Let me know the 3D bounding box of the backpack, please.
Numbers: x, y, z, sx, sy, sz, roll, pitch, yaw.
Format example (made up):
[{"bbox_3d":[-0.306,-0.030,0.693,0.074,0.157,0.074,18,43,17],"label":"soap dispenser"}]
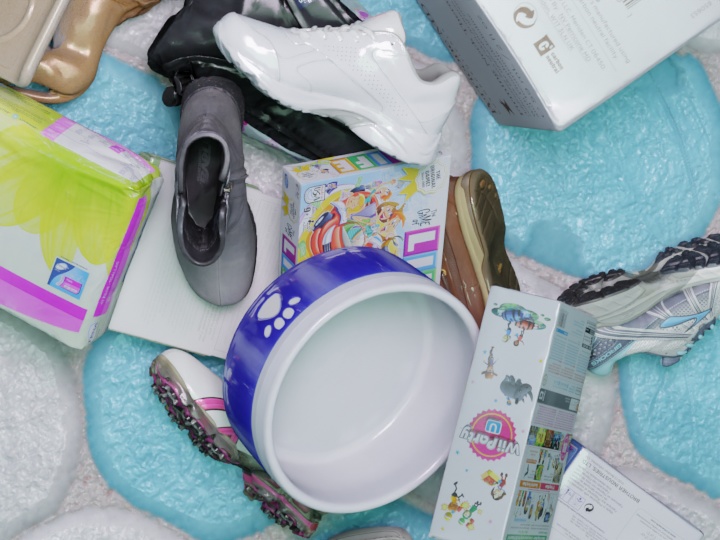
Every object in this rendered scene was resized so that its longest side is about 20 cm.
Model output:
[{"bbox_3d":[-0.050,-0.171,1.630,0.200,0.127,0.167,35,103,-13],"label":"backpack"}]

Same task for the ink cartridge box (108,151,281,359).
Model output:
[{"bbox_3d":[-0.106,0.000,1.679,0.199,0.048,0.146,17,93,-21],"label":"ink cartridge box"}]

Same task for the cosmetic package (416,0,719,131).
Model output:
[{"bbox_3d":[0.155,-0.224,1.618,0.166,0.200,0.168,-35,99,-4],"label":"cosmetic package"}]

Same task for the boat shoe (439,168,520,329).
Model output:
[{"bbox_3d":[0.091,0.014,1.706,0.067,0.072,0.201,-5,107,25],"label":"boat shoe"}]

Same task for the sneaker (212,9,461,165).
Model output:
[{"bbox_3d":[-0.014,-0.160,1.538,0.200,0.078,0.100,23,102,-22],"label":"sneaker"}]

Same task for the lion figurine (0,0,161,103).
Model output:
[{"bbox_3d":[-0.222,-0.200,1.634,0.122,0.072,0.200,29,100,-12],"label":"lion figurine"}]

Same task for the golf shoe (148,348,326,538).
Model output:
[{"bbox_3d":[-0.089,0.126,1.686,0.200,0.073,0.092,46,73,-18],"label":"golf shoe"}]

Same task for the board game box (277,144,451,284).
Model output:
[{"bbox_3d":[0.000,0.000,1.636,0.134,0.034,0.201,-13,124,-26],"label":"board game box"}]

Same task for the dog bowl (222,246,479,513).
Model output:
[{"bbox_3d":[-0.005,0.085,1.602,0.200,0.079,0.201,-15,121,-27],"label":"dog bowl"}]

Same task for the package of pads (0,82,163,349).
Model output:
[{"bbox_3d":[-0.266,-0.053,1.589,0.200,0.068,0.155,27,112,7],"label":"package of pads"}]

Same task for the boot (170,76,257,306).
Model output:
[{"bbox_3d":[-0.118,-0.036,1.554,0.070,0.132,0.201,-4,120,2],"label":"boot"}]

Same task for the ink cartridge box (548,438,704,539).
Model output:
[{"bbox_3d":[0.173,0.259,1.731,0.136,0.076,0.200,36,88,-10],"label":"ink cartridge box"}]

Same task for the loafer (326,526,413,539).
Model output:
[{"bbox_3d":[-0.043,0.272,1.702,0.199,0.070,0.070,-25,99,-6],"label":"loafer"}]

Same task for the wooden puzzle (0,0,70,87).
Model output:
[{"bbox_3d":[-0.275,-0.252,1.583,0.200,0.046,0.186,27,91,33],"label":"wooden puzzle"}]

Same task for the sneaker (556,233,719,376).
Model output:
[{"bbox_3d":[0.269,0.030,1.735,0.199,0.078,0.087,-17,110,0],"label":"sneaker"}]

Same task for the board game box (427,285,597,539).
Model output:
[{"bbox_3d":[0.125,0.123,1.623,0.064,0.147,0.201,12,86,20],"label":"board game box"}]
